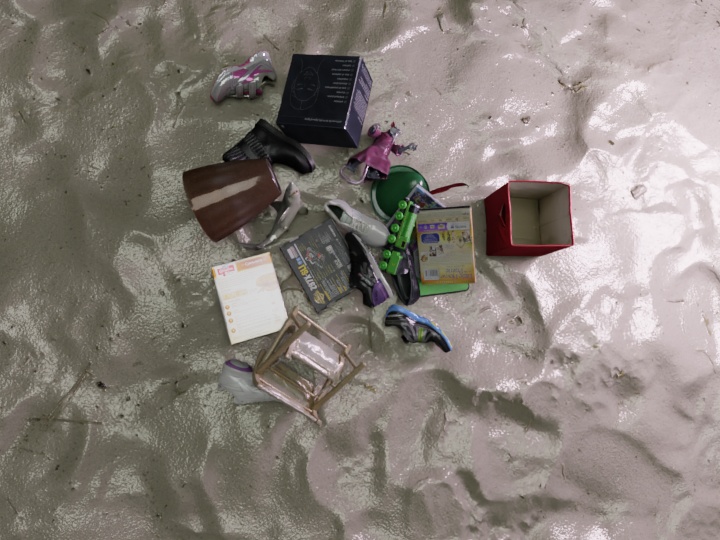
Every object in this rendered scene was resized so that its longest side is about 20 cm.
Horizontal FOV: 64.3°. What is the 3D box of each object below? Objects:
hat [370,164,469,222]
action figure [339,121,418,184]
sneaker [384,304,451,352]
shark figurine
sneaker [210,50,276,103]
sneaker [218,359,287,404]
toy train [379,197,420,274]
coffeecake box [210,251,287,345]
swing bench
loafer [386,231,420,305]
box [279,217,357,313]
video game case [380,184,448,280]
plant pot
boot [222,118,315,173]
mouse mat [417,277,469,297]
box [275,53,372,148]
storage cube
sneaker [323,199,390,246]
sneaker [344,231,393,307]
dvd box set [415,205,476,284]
[{"bbox_3d":[0.136,-0.223,1.506,0.199,0.176,0.167,-30,90,-12],"label":"hat"},{"bbox_3d":[0.057,-0.321,1.560,0.134,0.149,0.201,38,59,-11],"label":"action figure"},{"bbox_3d":[0.152,0.164,1.523,0.198,0.071,0.083,29,93,-3],"label":"sneaker"},{"bbox_3d":[-0.224,-0.137,1.505,0.089,0.128,0.215,38,96,23],"label":"shark figurine"},{"bbox_3d":[-0.305,-0.498,1.521,0.199,0.081,0.089,-36,88,-11],"label":"sneaker"},{"bbox_3d":[-0.263,0.299,1.443,0.199,0.075,0.100,24,99,-6],"label":"sneaker"},{"bbox_3d":[0.101,-0.084,1.458,0.056,0.042,0.202,20,97,17],"label":"toy train"},{"bbox_3d":[-0.279,0.072,1.456,0.152,0.073,0.202,-15,86,-11],"label":"coffeecake box"},{"bbox_3d":[-0.133,0.234,1.400,0.199,0.130,0.200,39,89,-25],"label":"swing bench"},{"bbox_3d":[0.109,-0.006,1.507,0.068,0.070,0.202,-13,100,26],"label":"loafer"},{"bbox_3d":[-0.097,-0.013,1.509,0.159,0.049,0.201,-31,90,-10],"label":"box"},{"bbox_3d":[0.162,-0.095,1.516,0.182,0.023,0.200,38,115,0],"label":"video game case"},{"bbox_3d":[-0.303,-0.193,1.409,0.198,0.187,0.188,-22,87,1],"label":"plant pot"},{"bbox_3d":[-0.239,-0.282,1.503,0.210,0.080,0.158,35,72,8],"label":"boot"},{"bbox_3d":[0.214,-0.034,1.583,0.159,0.008,0.202,-6,83,-9],"label":"mouse mat"},{"bbox_3d":[-0.091,-0.441,1.493,0.198,0.124,0.199,10,79,18],"label":"box"},{"bbox_3d":[0.446,-0.135,1.545,0.198,0.180,0.173,0,83,-8],"label":"storage cube"},{"bbox_3d":[-0.015,-0.121,1.494,0.199,0.080,0.071,31,100,14],"label":"sneaker"},{"bbox_3d":[0.000,0.000,1.465,0.087,0.076,0.201,-30,90,-8],"label":"sneaker"},{"bbox_3d":[0.221,-0.063,1.481,0.145,0.029,0.202,-3,108,17],"label":"dvd box set"}]
